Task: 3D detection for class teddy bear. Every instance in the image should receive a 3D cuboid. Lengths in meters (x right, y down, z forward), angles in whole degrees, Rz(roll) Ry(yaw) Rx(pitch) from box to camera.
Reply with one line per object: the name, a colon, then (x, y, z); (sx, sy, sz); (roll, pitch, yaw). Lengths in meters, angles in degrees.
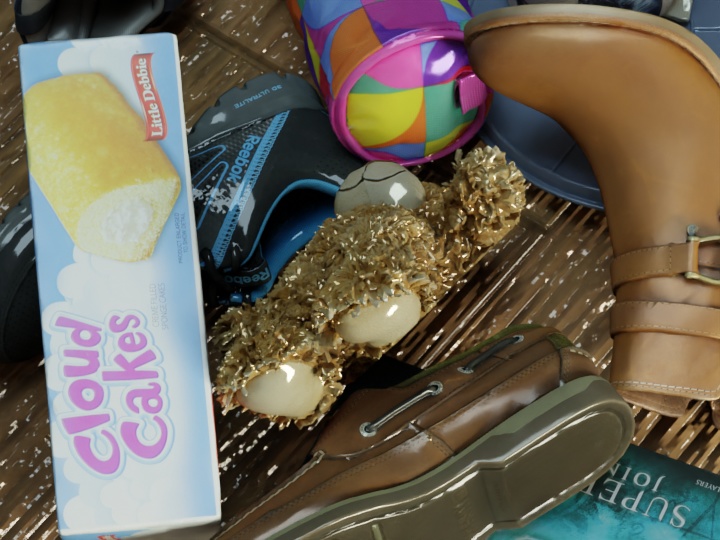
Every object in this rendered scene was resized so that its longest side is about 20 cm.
teddy bear: (0.000, 0.000, 1.171); (0.067, 0.145, 0.200); (47, 39, -1)

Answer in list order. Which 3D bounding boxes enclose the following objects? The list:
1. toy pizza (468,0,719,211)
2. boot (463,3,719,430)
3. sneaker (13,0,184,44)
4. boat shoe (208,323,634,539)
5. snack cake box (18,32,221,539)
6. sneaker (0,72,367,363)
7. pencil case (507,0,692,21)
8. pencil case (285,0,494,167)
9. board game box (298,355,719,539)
toy pizza: (0.142, -0.103, 1.306); (0.200, 0.032, 0.201); (-5, 55, 7)
boot: (0.123, -0.019, 1.199); (0.199, 0.077, 0.156); (20, 75, -9)
sneaker: (-0.163, -0.180, 1.380); (0.202, 0.077, 0.146); (16, 57, 18)
boat shoe: (0.011, 0.087, 1.144); (0.200, 0.072, 0.068); (-24, 49, -18)
snack cake box: (-0.099, 0.014, 1.165); (0.067, 0.115, 0.201); (-5, 79, -6)
sneaker: (-0.086, -0.014, 1.255); (0.200, 0.073, 0.082); (-33, 57, -13)
pencil case: (0.104, -0.182, 1.226); (0.089, 0.200, 0.078); (2, 59, 5)
pencil case: (0.005, -0.139, 1.309); (0.088, 0.089, 0.200); (-15, 48, -2)
board game box: (0.062, 0.122, 1.166); (0.200, 0.028, 0.135); (18, 60, 21)
